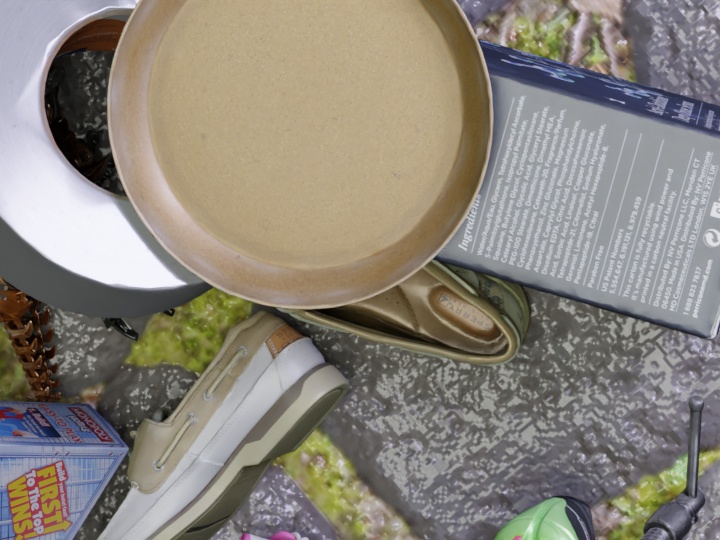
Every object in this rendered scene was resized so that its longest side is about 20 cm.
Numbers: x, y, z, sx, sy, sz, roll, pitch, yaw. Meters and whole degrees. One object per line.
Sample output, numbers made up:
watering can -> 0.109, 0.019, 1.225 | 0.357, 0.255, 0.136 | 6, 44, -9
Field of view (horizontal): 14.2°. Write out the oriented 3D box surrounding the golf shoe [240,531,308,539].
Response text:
golf shoe -> -0.023, 0.186, 1.646 | 0.199, 0.075, 0.092 | -17, 105, 9

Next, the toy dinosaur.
toy dinosaur -> -0.170, -0.022, 1.644 | 0.135, 0.102, 0.200 | 13, 136, 21

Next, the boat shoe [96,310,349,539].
boat shoe -> -0.096, 0.108, 1.656 | 0.200, 0.075, 0.068 | -45, 77, 11

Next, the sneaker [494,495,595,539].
sneaker -> 0.111, 0.217, 1.636 | 0.077, 0.084, 0.201 | 15, 119, 20

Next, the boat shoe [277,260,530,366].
boat shoe -> 0.000, 0.000, 1.621 | 0.199, 0.063, 0.074 | 18, 102, 3

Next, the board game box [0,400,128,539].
board game box -> -0.233, 0.150, 1.634 | 0.199, 0.062, 0.201 | -10, 120, -26

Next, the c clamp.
c clamp -> 0.139, 0.190, 1.583 | 0.027, 0.200, 0.171 | 14, 131, 30

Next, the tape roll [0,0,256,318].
tape roll -> -0.128, -0.079, 1.545 | 0.200, 0.066, 0.201 | 6, 74, -21

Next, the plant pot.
plant pot -> -0.030, -0.081, 1.481 | 0.199, 0.027, 0.201 | 2, 100, 9

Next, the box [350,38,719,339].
box -> 0.111, -0.050, 1.556 | 0.199, 0.148, 0.107 | 15, 100, 5
